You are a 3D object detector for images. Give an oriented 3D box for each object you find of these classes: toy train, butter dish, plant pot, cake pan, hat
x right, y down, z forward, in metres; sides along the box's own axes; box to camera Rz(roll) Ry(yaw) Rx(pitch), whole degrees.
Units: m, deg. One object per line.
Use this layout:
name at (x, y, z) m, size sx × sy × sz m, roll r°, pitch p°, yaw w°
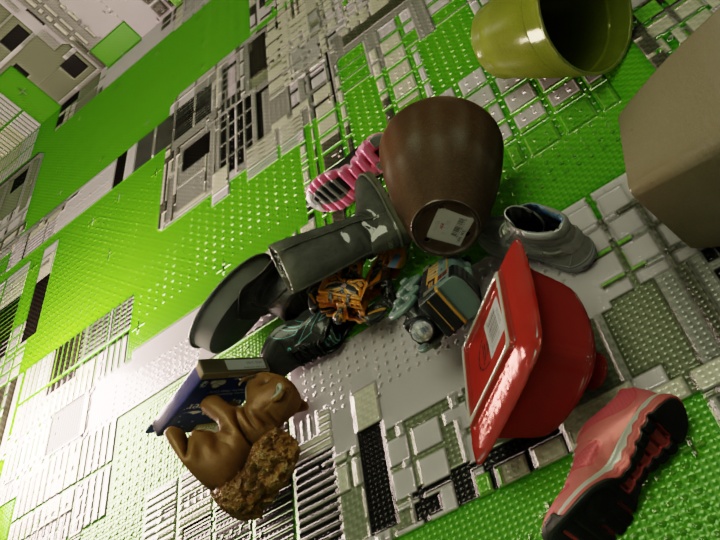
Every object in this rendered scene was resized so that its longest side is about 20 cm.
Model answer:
toy train at (0.106, 0.036, 1.057) m, size 0.114 × 0.085 × 0.200 m, roll -40°, pitch 6°, yaw 15°
butter dish at (0.207, 0.100, 0.901) m, size 0.200 × 0.148 × 0.200 m, roll -85°, pitch 10°, yaw -54°
plant pot at (0.117, -0.116, 1.114) m, size 0.187 × 0.187 × 0.200 m, roll -29°, pitch 31°, yaw 23°
cake pan at (-0.204, 0.060, 1.324) m, size 0.037 × 0.200 × 0.200 m, roll 38°, pitch 85°, yaw 13°
hat at (-0.108, 0.038, 1.280) m, size 0.201 × 0.201 × 0.081 m, roll -46°, pitch 75°, yaw 3°
plant pot at (0.281, -0.383, 1.237) m, size 0.193 × 0.200 × 0.200 m, roll -1°, pitch 56°, yaw 59°
plant pot at (0.407, -0.140, 0.885) m, size 0.177 × 0.200 × 0.200 m, roll -32°, pitch 38°, yaw 40°

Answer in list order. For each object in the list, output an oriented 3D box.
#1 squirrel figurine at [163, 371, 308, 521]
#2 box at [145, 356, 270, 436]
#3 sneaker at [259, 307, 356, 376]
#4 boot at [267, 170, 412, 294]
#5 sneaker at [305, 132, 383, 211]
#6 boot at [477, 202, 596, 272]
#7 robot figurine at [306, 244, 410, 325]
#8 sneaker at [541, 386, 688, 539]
squirrel figurine at (-0.150, 0.248, 1.150) m, size 0.187 × 0.142 × 0.200 m, roll -40°, pitch 50°, yaw -7°
box at (-0.239, 0.205, 1.229) m, size 0.200 × 0.121 × 0.032 m, roll -49°, pitch 55°, yaw 33°
sneaker at (-0.079, 0.104, 1.230) m, size 0.200 × 0.075 × 0.079 m, roll -46°, pitch 39°, yaw 3°
boot at (-0.043, -0.060, 1.201) m, size 0.200 × 0.073 × 0.182 m, roll -25°, pitch 42°, yaw -5°
sneaker at (-0.012, -0.182, 1.440) m, size 0.200 × 0.079 × 0.095 m, roll -34°, pitch 17°, yaw 16°
boot at (0.217, -0.060, 1.064) m, size 0.200 × 0.096 × 0.074 m, roll 16°, pitch 69°, yaw 50°
robot figurine at (0.000, 0.000, 1.210) m, size 0.145 × 0.058 × 0.200 m, roll 9°, pitch 47°, yaw 21°
sneaker at (0.253, 0.205, 0.828) m, size 0.200 × 0.074 × 0.087 m, roll -48°, pitch 23°, yaw -7°
